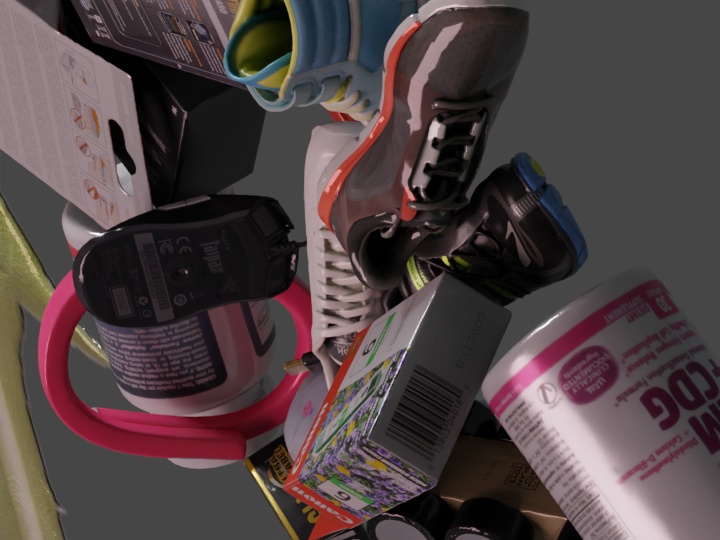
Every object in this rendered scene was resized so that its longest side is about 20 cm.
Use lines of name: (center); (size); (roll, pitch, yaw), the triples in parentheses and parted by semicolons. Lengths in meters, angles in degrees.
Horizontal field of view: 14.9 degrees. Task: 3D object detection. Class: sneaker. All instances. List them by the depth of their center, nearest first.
sneaker: (0.044, -0.065, 1.467); (0.200, 0.077, 0.082); (-61, 37, 43)
sneaker: (-0.011, -0.102, 1.525); (0.079, 0.130, 0.201); (30, 144, 47)
sneaker: (0.065, -0.005, 1.542); (0.071, 0.082, 0.200); (58, 156, 5)
sneaker: (0.000, 0.000, 1.647); (0.076, 0.081, 0.201); (7, 134, 18)

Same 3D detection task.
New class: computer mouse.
computer mouse: (-0.074, 0.008, 1.749); (0.046, 0.199, 0.141); (-94, -14, -61)

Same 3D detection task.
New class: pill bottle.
pill bottle: (0.163, 0.108, 1.441); (0.200, 0.113, 0.113); (54, 156, 11)
pill bottle: (-0.123, 0.031, 1.908); (0.119, 0.119, 0.201); (26, 139, 51)

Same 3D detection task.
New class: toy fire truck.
toy fire truck: (0.104, 0.192, 1.590); (0.175, 0.129, 0.201); (7, 138, 27)

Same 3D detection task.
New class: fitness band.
fitness band: (-0.117, 0.053, 1.834); (0.037, 0.199, 0.145); (-131, 50, -61)

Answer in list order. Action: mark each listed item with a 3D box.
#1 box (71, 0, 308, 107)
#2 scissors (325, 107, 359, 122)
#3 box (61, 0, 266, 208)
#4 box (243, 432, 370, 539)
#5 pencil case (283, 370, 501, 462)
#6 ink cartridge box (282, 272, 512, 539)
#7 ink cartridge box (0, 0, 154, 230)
box: (-0.111, -0.186, 1.589); (0.158, 0.049, 0.200); (18, 156, 25)
scissors: (-0.028, -0.117, 1.683); (0.200, 0.014, 0.073); (48, 155, 22)
box: (-0.146, -0.156, 1.795); (0.200, 0.079, 0.141); (53, 159, 18)
box: (0.007, 0.220, 1.857); (0.200, 0.049, 0.160); (54, 175, 41)
pencil case: (0.033, 0.111, 1.734); (0.090, 0.084, 0.200); (29, 171, -29)
ink cartridge box: (0.007, 0.082, 1.546); (0.050, 0.109, 0.200); (31, 156, -11)
ink cartridge box: (-0.187, -0.117, 1.787); (0.200, 0.047, 0.161); (34, 146, 34)
